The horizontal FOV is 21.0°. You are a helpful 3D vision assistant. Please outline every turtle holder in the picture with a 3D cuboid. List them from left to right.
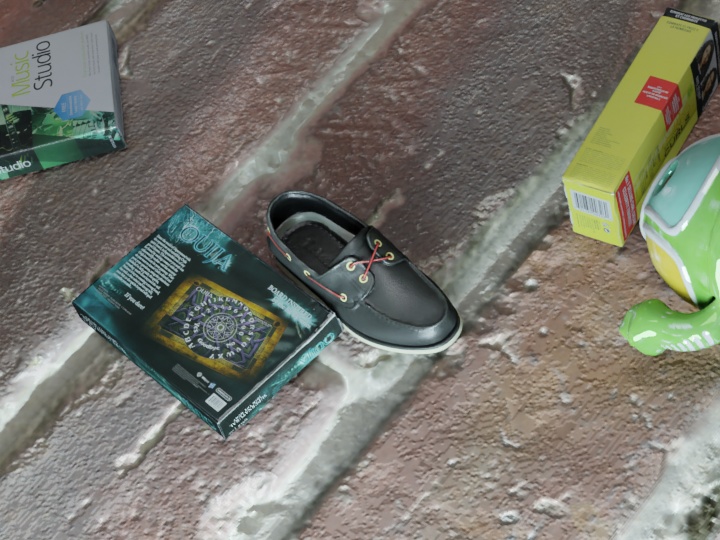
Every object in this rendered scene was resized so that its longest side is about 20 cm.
[{"bbox_3d":[0.283,-0.018,1.486,0.132,0.141,0.186,21,100,45],"label":"turtle holder"}]

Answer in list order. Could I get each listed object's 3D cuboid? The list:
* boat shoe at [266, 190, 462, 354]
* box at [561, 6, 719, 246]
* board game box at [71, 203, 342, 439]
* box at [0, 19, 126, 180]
[{"bbox_3d":[-0.002,0.002,1.582,0.201,0.063,0.074,34,66,32],"label":"boat shoe"},{"bbox_3d":[0.235,-0.120,1.601,0.050,0.075,0.200,20,60,28],"label":"box"},{"bbox_3d":[-0.129,0.038,1.609,0.135,0.028,0.200,-42,53,-17],"label":"board game box"},{"bbox_3d":[-0.321,-0.151,1.806,0.199,0.036,0.145,-15,50,5],"label":"box"}]
